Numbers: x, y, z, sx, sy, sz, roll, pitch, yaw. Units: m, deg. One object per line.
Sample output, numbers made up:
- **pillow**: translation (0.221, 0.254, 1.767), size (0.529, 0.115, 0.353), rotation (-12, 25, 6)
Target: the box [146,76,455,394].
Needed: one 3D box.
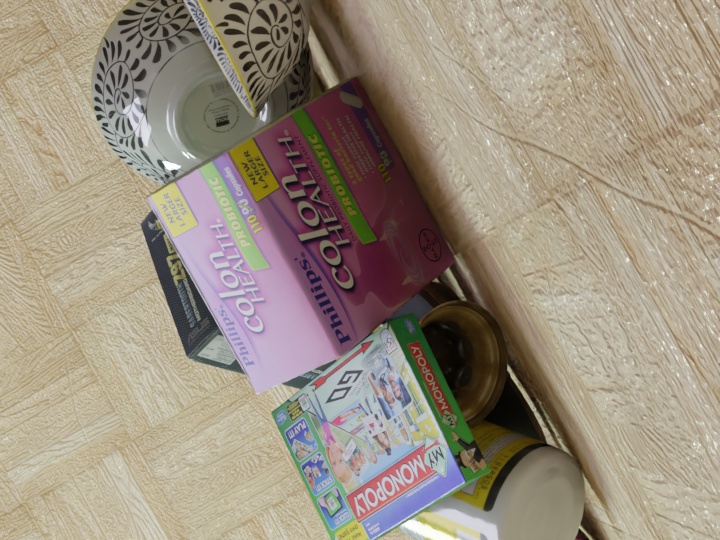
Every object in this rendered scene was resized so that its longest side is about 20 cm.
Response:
- **box**: translation (-0.042, -0.032, 1.478), size (0.200, 0.096, 0.177), rotation (-36, -81, -52)

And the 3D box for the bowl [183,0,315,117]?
- **bowl**: translation (-0.092, -0.230, 1.457), size (0.202, 0.094, 0.201), rotation (60, 176, 7)

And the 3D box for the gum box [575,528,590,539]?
- **gum box**: translation (0.147, 0.236, 1.685), size (0.113, 0.066, 0.200), rotation (38, -178, -15)

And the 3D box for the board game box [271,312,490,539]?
- **board game box**: translation (0.012, 0.134, 1.469), size (0.200, 0.029, 0.136), rotation (-40, 72, 51)

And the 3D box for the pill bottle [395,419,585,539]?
- **pill bottle**: translation (0.075, 0.172, 1.524), size (0.199, 0.111, 0.112), rotation (18, 147, 40)

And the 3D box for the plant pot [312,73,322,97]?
- **plant pot**: translation (-0.100, -0.112, 1.883), size (0.202, 0.199, 0.190), rotation (58, 160, 34)

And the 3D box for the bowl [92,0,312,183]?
- **bowl**: translation (-0.126, -0.148, 1.614), size (0.202, 0.199, 0.094), rotation (62, 177, -29)

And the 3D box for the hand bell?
- **hand bell**: translation (0.022, 0.067, 1.555), size (0.199, 0.104, 0.105), rotation (9, 133, 56)

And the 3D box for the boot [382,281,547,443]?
- **boot**: translation (0.104, 0.089, 1.595), size (0.201, 0.074, 0.075), rotation (54, -149, 12)

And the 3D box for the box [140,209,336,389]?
- **box**: translation (-0.091, 0.025, 1.670), size (0.199, 0.051, 0.159), rotation (19, -142, -45)
